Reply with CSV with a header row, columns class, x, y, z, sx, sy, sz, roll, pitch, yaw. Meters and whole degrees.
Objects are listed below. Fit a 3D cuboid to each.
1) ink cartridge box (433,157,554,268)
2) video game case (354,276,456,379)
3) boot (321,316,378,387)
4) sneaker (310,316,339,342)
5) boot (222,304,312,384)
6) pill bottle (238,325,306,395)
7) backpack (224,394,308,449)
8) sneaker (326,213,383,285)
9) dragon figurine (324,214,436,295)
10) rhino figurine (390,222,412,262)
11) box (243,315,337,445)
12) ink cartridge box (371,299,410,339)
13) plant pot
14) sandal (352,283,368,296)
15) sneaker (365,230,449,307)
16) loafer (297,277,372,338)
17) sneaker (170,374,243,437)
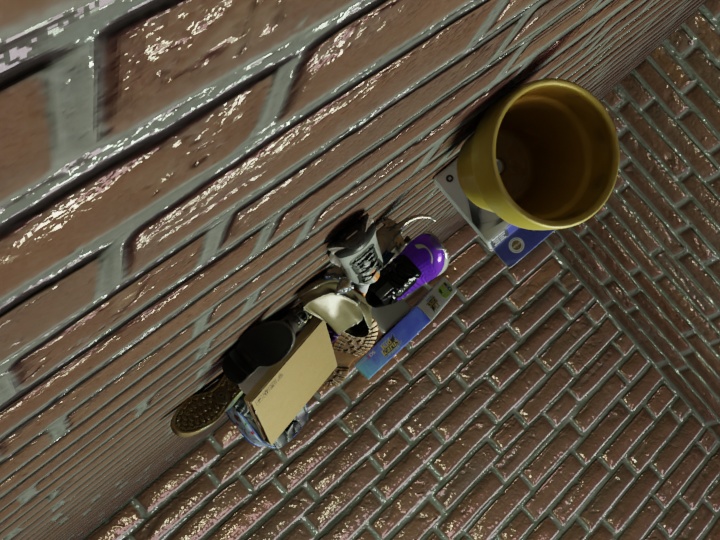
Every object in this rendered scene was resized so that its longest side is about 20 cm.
class,x,y,z,sx,sy,sz,roll,pitch,yaw
ink cartridge box,0.258,-0.140,1.368,0.200,0.200,0.041,-41,176,2
video game case,0.094,0.116,1.677,0.200,0.045,0.181,-46,176,29
boot,-0.035,0.133,1.638,0.200,0.075,0.107,-51,-150,35
sneaker,-0.074,0.104,1.581,0.200,0.074,0.088,139,-31,-68
boot,-0.136,0.101,1.379,0.200,0.069,0.174,-35,-176,42
pill bottle,-0.156,0.173,1.553,0.113,0.113,0.200,-42,175,19
backpack,-0.220,0.310,1.888,0.200,0.191,0.154,-38,-169,-30
sneaker,0.002,-0.023,1.150,0.074,0.079,0.200,-38,174,-5
dragon figurine,0.026,-0.037,1.344,0.200,0.059,0.099,-38,175,-24
rhino figurine,0.052,-0.041,1.540,0.087,0.060,0.200,-43,174,2
box,-0.119,0.197,1.467,0.200,0.021,0.164,-49,151,-26
ink cartridge box,0.001,0.076,1.706,0.084,0.145,0.200,-41,176,-24
plant pot,0.232,-0.156,1.176,0.201,0.201,0.189,-39,-168,-14
sandal,0.005,0.006,1.481,0.059,0.079,0.207,-38,173,-17
sneaker,0.067,0.012,1.331,0.099,0.070,0.200,-35,173,-33
loafer,-0.033,0.066,1.408,0.076,0.068,0.200,-34,151,21
sneaker,-0.292,0.265,1.590,0.200,0.067,0.090,-41,172,-41
